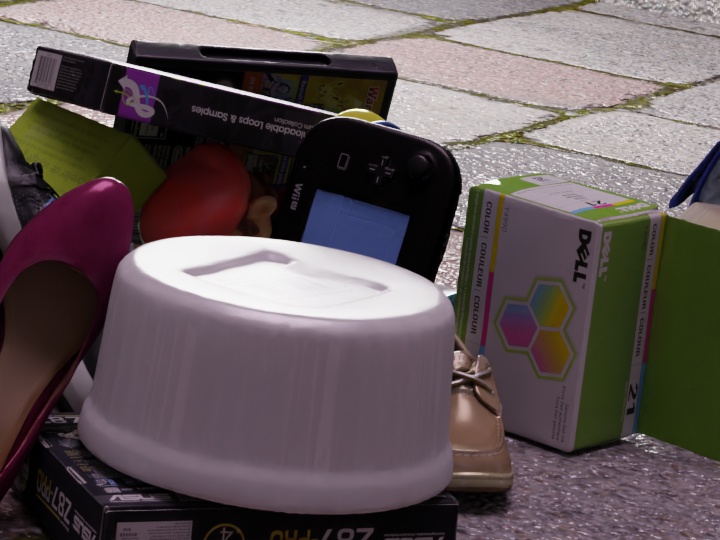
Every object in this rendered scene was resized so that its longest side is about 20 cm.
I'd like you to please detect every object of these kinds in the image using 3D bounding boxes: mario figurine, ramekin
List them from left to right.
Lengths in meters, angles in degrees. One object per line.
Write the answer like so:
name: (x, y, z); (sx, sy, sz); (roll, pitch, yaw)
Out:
mario figurine: (-0.061, -0.016, 1.872); (0.199, 0.106, 0.123); (0, -31, -46)
ramekin: (-0.044, 0.049, 1.539); (0.199, 0.098, 0.201); (8, 14, -2)

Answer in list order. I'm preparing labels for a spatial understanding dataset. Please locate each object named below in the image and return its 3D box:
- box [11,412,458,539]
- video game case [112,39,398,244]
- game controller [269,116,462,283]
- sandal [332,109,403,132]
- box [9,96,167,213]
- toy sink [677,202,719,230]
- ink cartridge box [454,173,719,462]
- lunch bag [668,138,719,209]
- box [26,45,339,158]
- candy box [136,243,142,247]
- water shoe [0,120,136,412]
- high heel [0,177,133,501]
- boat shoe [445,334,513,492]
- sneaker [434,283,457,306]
box: (-0.070, 0.117, 1.560); (0.199, 0.049, 0.161); (0, 17, -25)
video game case: (-0.083, -0.062, 1.983); (0.180, 0.201, 0.026); (3, 37, -17)
game controller: (-0.011, 0.014, 1.701); (0.104, 0.201, 0.042); (17, -2, 15)
sandal: (0.000, 0.000, 1.754); (0.079, 0.201, 0.087); (14, -8, -35)
box: (-0.224, -0.011, 1.816); (0.122, 0.200, 0.048); (22, -23, 50)
toy sink: (0.287, 0.045, 1.861); (0.199, 0.131, 0.112); (11, 14, 14)
ink cartridge box: (0.156, 0.036, 1.786); (0.199, 0.149, 0.076); (18, 18, 39)
lunch bag: (0.278, -0.028, 2.003); (0.123, 0.201, 0.170); (11, 15, 18)
box: (-0.092, -0.099, 1.842); (0.199, 0.036, 0.143); (14, 2, -26)
candy box: (-0.126, 0.024, 1.897); (0.199, 0.056, 0.115); (-5, 19, -42)
water shoe: (-0.168, -0.003, 1.725); (0.079, 0.201, 0.072); (-21, -9, -10)
high heel: (-0.168, 0.046, 1.524); (0.067, 0.201, 0.096); (27, 2, -18)
boat shoe: (0.049, 0.079, 1.735); (0.072, 0.065, 0.200); (5, 14, -8)
sneaker: (-0.009, 0.044, 1.858); (0.080, 0.077, 0.199); (6, 4, 40)
